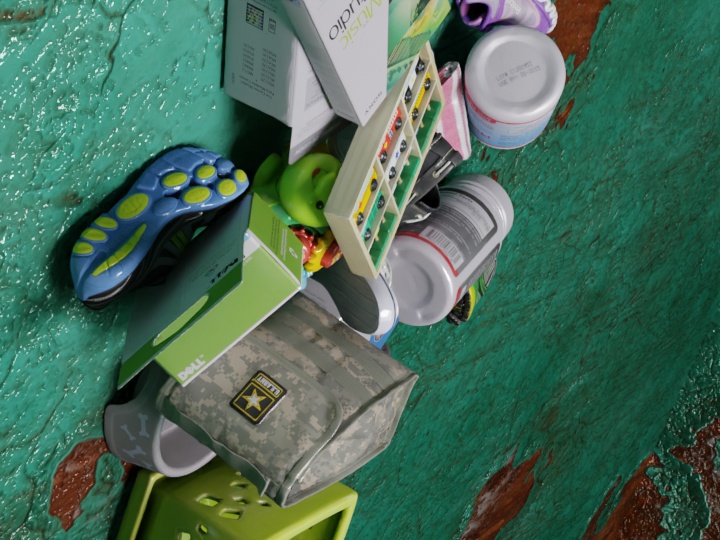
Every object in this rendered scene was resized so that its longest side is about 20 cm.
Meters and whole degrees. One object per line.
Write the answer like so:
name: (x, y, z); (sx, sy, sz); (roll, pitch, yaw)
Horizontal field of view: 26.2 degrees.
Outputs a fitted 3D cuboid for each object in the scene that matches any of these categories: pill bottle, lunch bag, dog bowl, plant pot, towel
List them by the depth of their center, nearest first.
lunch bag: (-0.073, 0.123, 1.456); (0.200, 0.164, 0.118); (-30, 148, -49)
dog bowl: (-0.166, 0.116, 1.539); (0.200, 0.059, 0.201); (-44, 151, -32)
plant pot: (-0.147, 0.295, 1.625); (0.199, 0.181, 0.201); (-17, 132, -57)
towel: (0.044, -0.119, 1.668); (0.200, 0.030, 0.147); (-39, 147, -17)
pill bottle: (0.166, -0.198, 1.738); (0.109, 0.109, 0.200); (-57, 175, -7)
pill bottle: (0.098, -0.030, 1.813); (0.200, 0.114, 0.114); (-45, 153, -50)

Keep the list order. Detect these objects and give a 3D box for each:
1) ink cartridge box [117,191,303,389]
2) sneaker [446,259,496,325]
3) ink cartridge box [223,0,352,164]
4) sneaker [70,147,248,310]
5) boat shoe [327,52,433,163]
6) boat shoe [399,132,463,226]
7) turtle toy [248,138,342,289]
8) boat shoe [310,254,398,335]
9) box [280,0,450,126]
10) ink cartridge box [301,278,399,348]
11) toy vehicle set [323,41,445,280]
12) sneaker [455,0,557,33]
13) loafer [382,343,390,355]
ink cartridge box: (-0.126, 0.035, 1.323); (0.148, 0.076, 0.200); (-39, -160, 14)
sneaker: (0.140, -0.024, 1.984); (0.085, 0.078, 0.200); (-50, 164, -38)
ink cartridge box: (-0.029, -0.220, 1.397); (0.200, 0.084, 0.176); (-38, 147, -41)
sneaker: (-0.178, -0.038, 1.344); (0.200, 0.071, 0.083); (-43, 167, -33)
boat shoe: (0.034, -0.175, 1.543); (0.068, 0.072, 0.200); (-25, -162, 45)
boat shoe: (0.047, -0.071, 1.597); (0.072, 0.067, 0.200); (-59, 178, -38)
turtle toy: (-0.059, -0.054, 1.472); (0.146, 0.101, 0.200); (-50, 167, -22)
boat shoe: (0.000, 0.000, 1.564); (0.066, 0.200, 0.074); (-6, 120, -26)
box: (0.007, -0.231, 1.310); (0.145, 0.036, 0.200); (-54, 155, -13)
ink cartridge box: (-0.059, 0.099, 1.698); (0.200, 0.084, 0.145); (-57, 157, -6)
toy vehicle set: (0.026, -0.107, 1.433); (0.124, 0.026, 0.201); (64, 44, -62)
sneaker: (0.149, -0.295, 1.685); (0.089, 0.080, 0.200); (-53, 151, 0)
loafer: (-0.037, 0.162, 1.847); (0.200, 0.073, 0.071); (-51, 166, -8)
